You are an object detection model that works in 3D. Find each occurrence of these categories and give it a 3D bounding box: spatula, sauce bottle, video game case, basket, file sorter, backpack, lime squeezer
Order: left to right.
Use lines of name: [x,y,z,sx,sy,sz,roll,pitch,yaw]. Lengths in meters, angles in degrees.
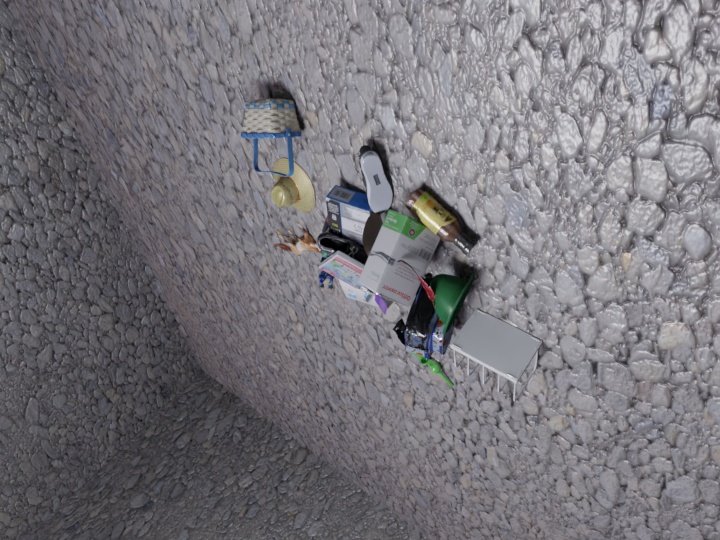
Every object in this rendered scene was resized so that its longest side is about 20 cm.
basket: [-0.243,-0.368,1.613,0.174,0.137,0.206,16,108,41]
video game case: [-0.036,0.001,1.711,0.141,0.018,0.200,29,163,-12]
spatula: [0.013,0.060,1.830,0.199,0.020,0.057,39,150,18]
backpack: [0.193,0.152,1.655,0.151,0.202,0.192,25,151,14]
lime squeezer: [0.230,0.309,1.931,0.198,0.038,0.071,36,179,17]
sauce bottle: [0.199,-0.118,1.434,0.199,0.065,0.065,42,150,6]
file sorter: [0.360,0.229,1.560,0.197,0.139,0.126,27,148,30]

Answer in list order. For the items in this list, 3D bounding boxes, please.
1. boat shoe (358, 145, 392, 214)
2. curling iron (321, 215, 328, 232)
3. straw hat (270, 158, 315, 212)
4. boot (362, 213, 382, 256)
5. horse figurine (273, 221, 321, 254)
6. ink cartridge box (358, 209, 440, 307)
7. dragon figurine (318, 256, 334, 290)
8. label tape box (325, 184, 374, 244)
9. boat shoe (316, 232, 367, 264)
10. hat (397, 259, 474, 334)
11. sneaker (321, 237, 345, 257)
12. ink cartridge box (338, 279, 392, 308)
boat shoe: [0.038,-0.236,1.514,0.202,0.067,0.057,73,175,-48]
curling iron: [-0.087,-0.155,1.793,0.050,0.026,0.200,45,150,-2]
straw hat: [-0.234,-0.243,1.820,0.199,0.085,0.204,32,146,24]
boot: [0.082,-0.048,1.622,0.063,0.198,0.192,-6,80,31]
horse figurine: [-0.214,-0.097,1.989,0.132,0.051,0.197,42,146,-27]
ink cartridge box: [0.099,-0.029,1.478,0.144,0.204,0.083,24,-178,-43]
dragon figurine: [-0.102,-0.008,1.881,0.057,0.203,0.101,11,133,-3]
label tape box: [-0.018,-0.130,1.672,0.141,0.064,0.203,20,141,21]
boat shoe: [-0.037,-0.051,1.678,0.196,0.074,0.063,24,-175,-2]
hat: [0.186,0.040,1.513,0.173,0.166,0.203,28,138,14]
sneaker: [-0.070,-0.070,1.814,0.085,0.077,0.200,8,-174,-13]
ink cartridge box: [0.002,0.025,1.872,0.197,0.045,0.179,13,136,44]
